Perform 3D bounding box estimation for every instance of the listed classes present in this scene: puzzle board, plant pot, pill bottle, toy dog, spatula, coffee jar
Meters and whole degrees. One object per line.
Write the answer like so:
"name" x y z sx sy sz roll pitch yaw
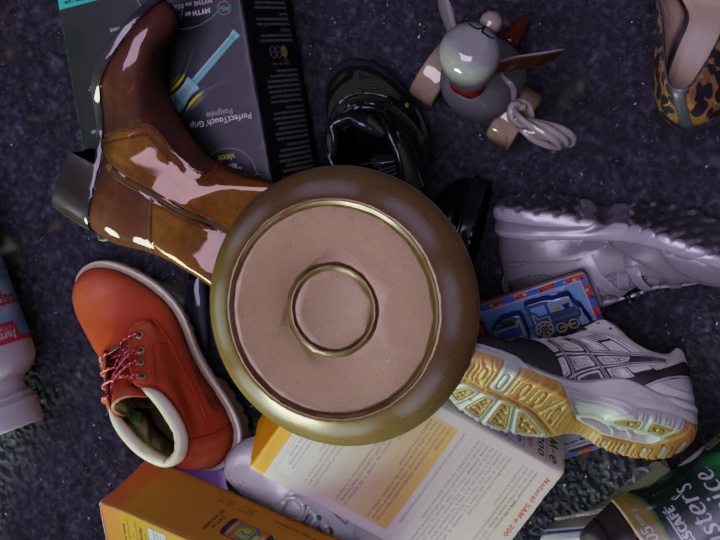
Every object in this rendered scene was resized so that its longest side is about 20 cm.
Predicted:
"puzzle board" 0.100 0.094 1.665 0.200 0.017 0.151 -19 115 13
"plant pot" -0.016 0.027 1.545 0.200 0.027 0.200 2 96 16
"pill bottle" -0.328 0.040 1.773 0.109 0.109 0.200 -21 89 16
"toy dog" 0.100 -0.158 1.610 0.132 0.200 0.096 32 85 -14
"spatula" -0.133 0.090 1.766 0.056 0.021 0.200 2 94 27
"coffee jar" 0.259 0.172 1.573 0.200 0.085 0.104 -35 82 1

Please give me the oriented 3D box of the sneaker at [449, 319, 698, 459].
"sneaker" 0.149 0.074 1.595 0.200 0.088 0.076 17 145 -16

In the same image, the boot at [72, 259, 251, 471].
"boot" -0.173 0.072 1.716 0.075 0.107 0.200 -45 72 22

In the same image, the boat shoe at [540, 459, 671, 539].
"boat shoe" 0.230 0.173 1.654 0.200 0.072 0.062 -14 81 6

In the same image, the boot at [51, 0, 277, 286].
"boot" -0.107 -0.079 1.590 0.200 0.068 0.188 26 102 11

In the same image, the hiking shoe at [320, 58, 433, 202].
"hiking shoe" 0.010 -0.100 1.635 0.076 0.101 0.200 -22 50 6

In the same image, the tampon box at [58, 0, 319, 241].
"tampon box" -0.129 -0.134 1.692 0.150 0.126 0.200 -8 93 17

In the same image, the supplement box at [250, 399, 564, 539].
"supplement box" 0.036 0.131 1.637 0.200 0.074 0.126 30 115 -11

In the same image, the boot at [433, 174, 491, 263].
"boot" 0.000 -0.001 1.694 0.162 0.073 0.198 20 106 9

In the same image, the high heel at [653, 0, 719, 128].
"high heel" 0.239 -0.202 1.573 0.071 0.143 0.200 -2 94 16

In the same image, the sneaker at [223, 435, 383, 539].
"sneaker" -0.017 0.193 1.688 0.200 0.087 0.075 28 123 2

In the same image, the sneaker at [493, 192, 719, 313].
"sneaker" 0.197 -0.007 1.650 0.200 0.075 0.082 10 112 21

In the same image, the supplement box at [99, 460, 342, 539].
"supplement box" -0.100 0.213 1.665 0.200 0.067 0.069 18 131 32
